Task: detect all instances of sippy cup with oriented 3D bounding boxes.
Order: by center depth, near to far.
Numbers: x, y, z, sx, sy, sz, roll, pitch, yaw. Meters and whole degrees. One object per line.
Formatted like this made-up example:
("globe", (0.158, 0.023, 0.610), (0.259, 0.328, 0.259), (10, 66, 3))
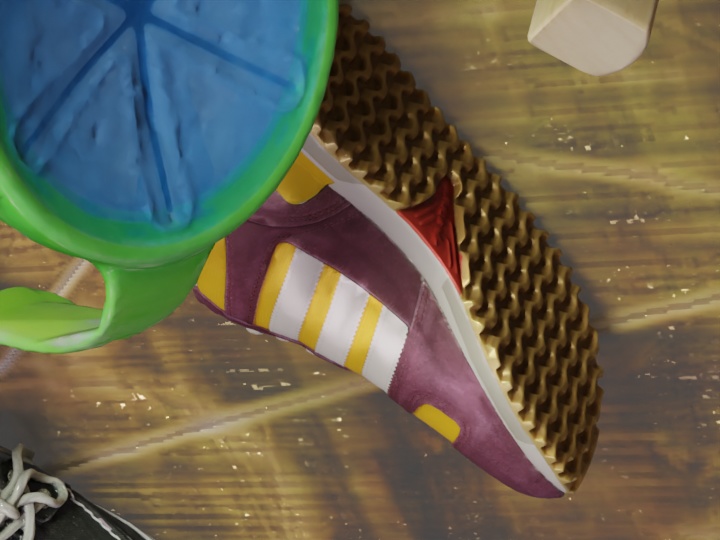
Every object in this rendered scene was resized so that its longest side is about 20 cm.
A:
("sippy cup", (-0.097, -0.077, 0.697), (0.130, 0.178, 0.140), (12, 166, 42))

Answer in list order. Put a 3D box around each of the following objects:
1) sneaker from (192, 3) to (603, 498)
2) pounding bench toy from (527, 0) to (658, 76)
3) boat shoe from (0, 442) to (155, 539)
("sneaker", (0.000, 0.000, 0.797), (0.090, 0.075, 0.200), (-20, 118, 33))
("pounding bench toy", (0.005, -0.139, 0.596), (0.156, 0.124, 0.200), (12, 139, 8))
("boat shoe", (-0.147, 0.096, 0.956), (0.199, 0.074, 0.068), (30, 154, 0))
